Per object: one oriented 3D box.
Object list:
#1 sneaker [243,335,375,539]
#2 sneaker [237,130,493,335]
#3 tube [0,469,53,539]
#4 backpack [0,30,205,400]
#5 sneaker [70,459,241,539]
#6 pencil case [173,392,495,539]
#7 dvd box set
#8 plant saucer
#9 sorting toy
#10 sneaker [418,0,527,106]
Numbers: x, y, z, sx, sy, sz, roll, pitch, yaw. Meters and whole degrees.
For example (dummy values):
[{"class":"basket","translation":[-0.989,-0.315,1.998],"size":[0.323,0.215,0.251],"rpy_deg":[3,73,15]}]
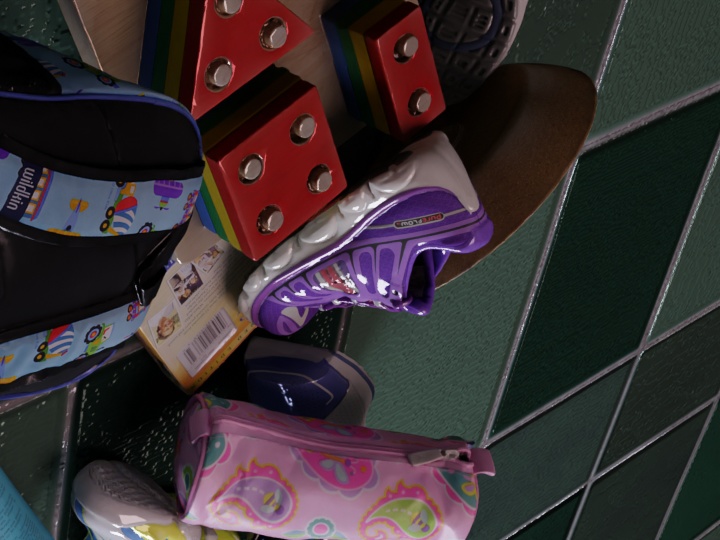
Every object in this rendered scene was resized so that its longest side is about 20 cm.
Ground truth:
[{"class":"sneaker","translation":[-0.036,0.140,1.140],"size":[0.200,0.080,0.116],"rpy_deg":[76,26,-55]},{"class":"sneaker","translation":[0.000,0.000,0.956],"size":[0.080,0.084,0.200],"rpy_deg":[-37,-178,-40]},{"class":"tube","translation":[-0.221,0.143,0.944],"size":[0.078,0.050,0.201],"rpy_deg":[-47,146,-18]},{"class":"backpack","translation":[-0.175,-0.028,0.744],"size":[0.199,0.134,0.184],"rpy_deg":[-7,128,-51]},{"class":"sneaker","translation":[-0.148,0.192,1.082],"size":[0.105,0.076,0.200],"rpy_deg":[-51,152,-1]},{"class":"pencil case","translation":[-0.019,0.130,1.047],"size":[0.197,0.088,0.088],"rpy_deg":[10,121,-15]},{"class":"dvd box set","translation":[-0.091,-0.028,0.971],"size":[0.146,0.029,0.201],"rpy_deg":[-47,150,-13]},{"class":"plant saucer","translation":[0.058,-0.066,1.035],"size":[0.200,0.200,0.035],"rpy_deg":[-48,112,-9]},{"class":"sorting toy","translation":[-0.038,-0.125,0.860],"size":[0.200,0.069,0.200],"rpy_deg":[-39,135,-23]},{"class":"sneaker","translation":[0.091,-0.191,1.024],"size":[0.087,0.074,0.201],"rpy_deg":[-21,142,-61]}]
